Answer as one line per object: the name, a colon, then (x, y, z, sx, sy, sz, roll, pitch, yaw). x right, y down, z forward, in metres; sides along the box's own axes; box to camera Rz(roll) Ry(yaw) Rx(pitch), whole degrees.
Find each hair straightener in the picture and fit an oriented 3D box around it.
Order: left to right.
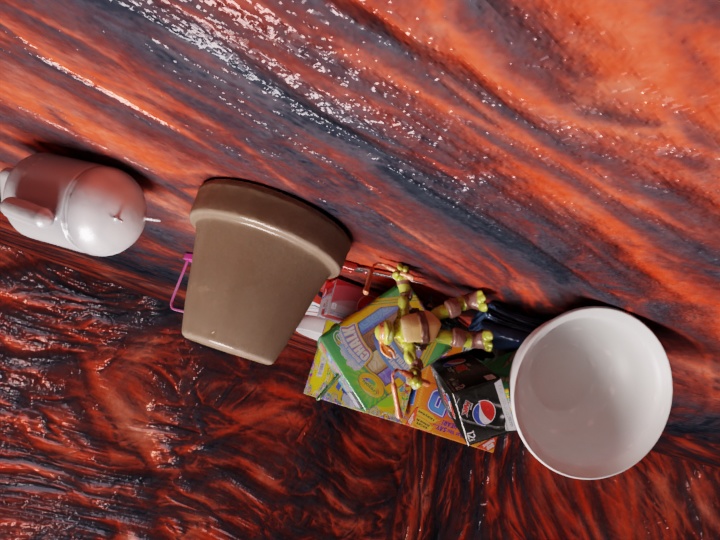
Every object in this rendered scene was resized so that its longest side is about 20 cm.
hair straightener: (0.154, 0.084, 0.847, 0.076, 0.041, 0.200, 9, 159, 30)

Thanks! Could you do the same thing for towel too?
towel: (0.261, 0.102, 0.745, 0.198, 0.049, 0.112, 16, 164, 3)

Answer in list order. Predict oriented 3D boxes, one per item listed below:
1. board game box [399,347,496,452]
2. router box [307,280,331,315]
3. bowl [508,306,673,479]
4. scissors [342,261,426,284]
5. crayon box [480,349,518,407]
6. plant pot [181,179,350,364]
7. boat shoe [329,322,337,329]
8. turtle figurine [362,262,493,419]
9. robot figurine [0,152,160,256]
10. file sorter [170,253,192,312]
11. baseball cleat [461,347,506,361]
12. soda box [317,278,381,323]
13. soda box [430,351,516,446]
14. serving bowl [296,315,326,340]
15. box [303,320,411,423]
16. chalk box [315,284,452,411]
board game box: (0.197, 0.280, 1.184, 0.198, 0.202, 0.200, 21, 166, -12)
router box: (-0.135, 0.035, 0.962, 0.199, 0.049, 0.179, 2, 159, 47)
bowl: (0.262, 0.138, 0.623, 0.199, 0.203, 0.090, 19, 180, -8)
scissors: (0.000, 0.000, 0.750, 0.198, 0.014, 0.073, 14, 163, 9)
crayon box: (0.252, 0.175, 0.772, 0.118, 0.059, 0.200, 19, 158, -7)
plant pot: (-0.130, 0.015, 0.620, 0.198, 0.176, 0.200, 16, 166, 4)
boat shoe: (0.025, 0.129, 0.956, 0.199, 0.073, 0.063, -3, 139, -35)
turtle figurine: (0.086, 0.083, 0.660, 0.160, 0.202, 0.065, -5, 158, -9)
robot figurine: (-0.361, -0.084, 0.650, 0.198, 0.114, 0.170, 14, -157, 14)
file sorter: (-0.275, 0.062, 1.075, 0.138, 0.126, 0.200, 5, 162, 41)
baseball cleat: (0.271, 0.159, 0.864, 0.198, 0.070, 0.106, 2, 170, 27)
soda box: (0.030, 0.078, 0.887, 0.198, 0.064, 0.070, 20, 165, -18)
soda box: (0.145, 0.166, 0.693, 0.063, 0.071, 0.200, -17, -179, 1)
serving bowl: (-0.057, 0.146, 1.256, 0.198, 0.066, 0.200, 16, 166, 4)
box: (0.010, 0.199, 1.101, 0.191, 0.202, 0.122, 23, 164, -24)
chalk box: (0.011, 0.125, 0.764, 0.124, 0.199, 0.124, 57, 167, 6)
